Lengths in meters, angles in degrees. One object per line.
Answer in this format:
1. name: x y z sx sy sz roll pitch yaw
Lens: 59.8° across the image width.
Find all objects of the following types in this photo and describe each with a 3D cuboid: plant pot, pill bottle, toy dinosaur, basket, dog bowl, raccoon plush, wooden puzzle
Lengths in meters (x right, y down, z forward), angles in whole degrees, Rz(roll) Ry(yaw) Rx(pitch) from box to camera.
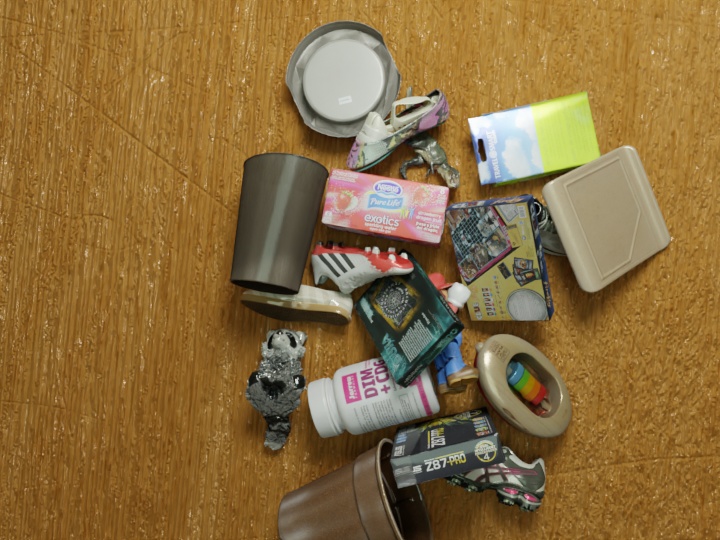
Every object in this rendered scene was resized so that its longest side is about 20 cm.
1. plant pot: -0.012 0.401 1.005 0.198 0.200 0.201 -25 85 13
2. pill bottle: 0.021 0.205 1.036 0.199 0.113 0.114 -17 86 6
3. toy dinosaur: 0.097 -0.212 1.080 0.088 0.047 0.200 -28 81 2
4. basket: -0.138 -0.069 1.021 0.136 0.180 0.201 14 77 -28
5. dog bowl: -0.027 -0.324 1.089 0.199 0.059 0.201 0 88 7
6. raccoon plush: -0.149 0.194 1.091 0.096 0.134 0.200 17 123 -8
7. wooden puzzle: 0.393 -0.085 1.004 0.200 0.037 0.185 -26 95 -23

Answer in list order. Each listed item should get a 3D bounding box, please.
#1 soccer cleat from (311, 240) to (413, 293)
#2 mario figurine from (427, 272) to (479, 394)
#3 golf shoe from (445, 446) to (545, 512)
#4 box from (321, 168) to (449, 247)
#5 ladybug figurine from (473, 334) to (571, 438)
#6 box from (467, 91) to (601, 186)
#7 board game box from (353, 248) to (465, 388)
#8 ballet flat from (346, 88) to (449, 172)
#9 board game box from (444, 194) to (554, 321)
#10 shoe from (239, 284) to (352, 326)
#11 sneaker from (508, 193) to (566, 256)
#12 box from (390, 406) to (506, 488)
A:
1. soccer cleat: 0.000 0.000 1.049 0.200 0.069 0.085 9 101 32
2. mario figurine: 0.153 0.095 1.027 0.123 0.106 0.201 -29 60 31
3. golf shoe: 0.208 0.330 1.041 0.199 0.077 0.088 18 70 5
4. box: 0.045 -0.103 1.052 0.199 0.100 0.096 10 89 7
5. ladybug figurine: 0.254 0.188 1.015 0.200 0.072 0.136 46 57 -5
6. box: 0.289 -0.217 1.053 0.199 0.048 0.122 -12 87 6
7. board game box: 0.070 0.071 1.002 0.028 0.200 0.135 30 109 -37
8. ballet flat: 0.055 -0.239 1.027 0.200 0.071 0.069 -30 43 -6
9. board game box: 0.222 -0.015 0.996 0.135 0.035 0.201 -2 114 33
10. shoe: -0.110 0.054 1.087 0.199 0.070 0.054 8 61 8
11. sneaker: 0.303 -0.070 1.012 0.200 0.115 0.076 13 89 7
12. box: 0.134 0.271 0.978 0.161 0.200 0.049 -17 88 7
